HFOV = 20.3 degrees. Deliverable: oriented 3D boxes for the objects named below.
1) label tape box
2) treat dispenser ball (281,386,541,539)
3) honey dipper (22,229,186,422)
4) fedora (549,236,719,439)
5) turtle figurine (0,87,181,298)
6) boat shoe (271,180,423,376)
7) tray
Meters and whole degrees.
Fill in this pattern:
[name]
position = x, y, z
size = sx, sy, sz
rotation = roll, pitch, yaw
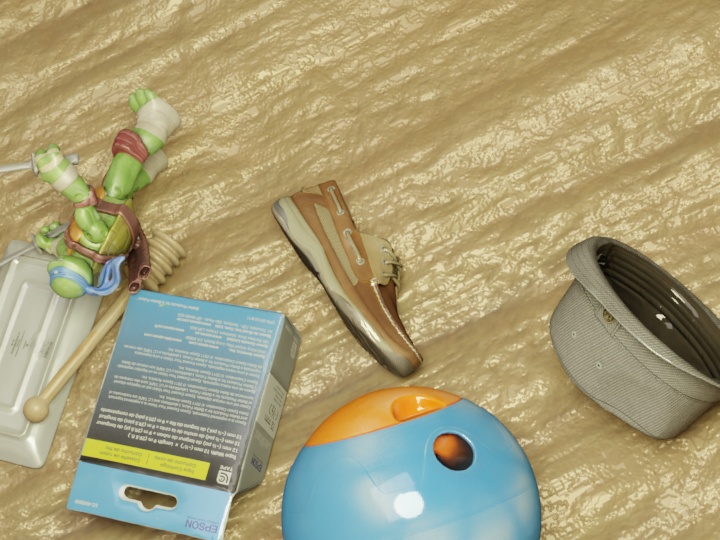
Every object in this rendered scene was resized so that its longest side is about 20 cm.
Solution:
[label tape box]
position = -0.147, 0.126, 1.690
size = 0.143, 0.066, 0.200
rotation = 9, 73, 17
[treat dispenser ball]
position = 0.039, 0.190, 1.546
size = 0.201, 0.201, 0.201
rotation = -5, 67, 11
[honey dipper]
position = -0.226, 0.052, 1.747
size = 0.038, 0.038, 0.200
rotation = 32, 75, 22
[fedora]
position = 0.224, 0.065, 1.598
size = 0.200, 0.177, 0.090
rotation = 47, 113, 22
[turtle figurine]
position = -0.253, -0.073, 1.735
size = 0.200, 0.144, 0.194
rotation = 9, 48, 30
[boat shoe]
position = 0.000, 0.000, 1.705
size = 0.072, 0.076, 0.200
rotation = -33, 66, -4
[tray]
position = -0.298, 0.069, 1.770
size = 0.107, 0.022, 0.200
rotation = 12, 71, 16
